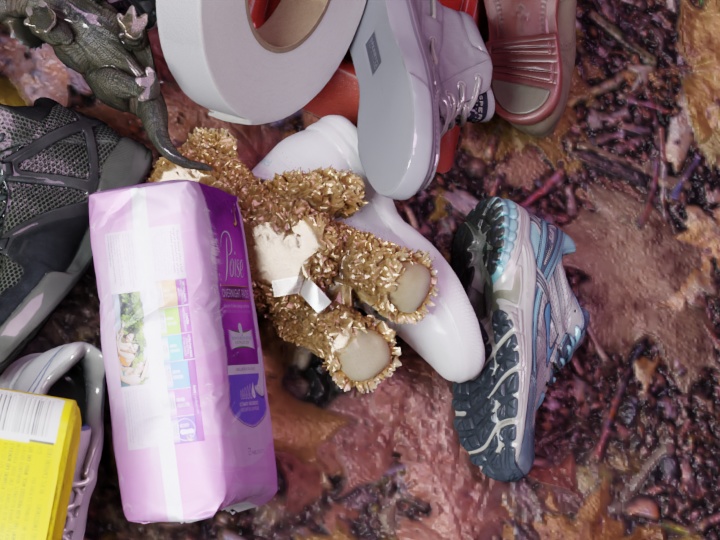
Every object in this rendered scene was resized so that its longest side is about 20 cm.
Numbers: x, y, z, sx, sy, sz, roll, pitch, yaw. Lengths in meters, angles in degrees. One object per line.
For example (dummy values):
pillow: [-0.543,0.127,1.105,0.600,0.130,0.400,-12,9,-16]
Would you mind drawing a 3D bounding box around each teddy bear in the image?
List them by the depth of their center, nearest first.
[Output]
teddy bear: [-0.048,-0.006,1.516,0.199,0.067,0.146,14,91,5]

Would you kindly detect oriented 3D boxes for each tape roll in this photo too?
tape roll: [-0.057,-0.194,1.513,0.037,0.203,0.203,16,49,29]

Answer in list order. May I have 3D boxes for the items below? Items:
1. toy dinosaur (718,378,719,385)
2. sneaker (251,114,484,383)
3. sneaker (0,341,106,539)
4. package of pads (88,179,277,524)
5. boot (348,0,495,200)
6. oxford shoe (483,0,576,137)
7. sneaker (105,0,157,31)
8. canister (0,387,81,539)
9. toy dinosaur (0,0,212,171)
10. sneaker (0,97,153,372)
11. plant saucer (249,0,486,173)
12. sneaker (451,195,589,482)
toy dinosaur: [0.334,0.068,1.666,0.105,0.200,0.181,55,21,22]
sneaker: [0.000,0.000,1.566,0.088,0.075,0.200,-30,78,-22]
sneaker: [-0.188,0.130,1.384,0.074,0.087,0.201,14,63,-24]
package of pads: [-0.104,0.049,1.421,0.075,0.120,0.201,-8,86,11]
boot: [0.050,-0.116,1.570,0.095,0.074,0.201,17,43,-25]
oxford shoe: [0.122,-0.192,1.704,0.070,0.075,0.201,3,76,18]
sneaker: [-0.123,-0.202,1.583,0.200,0.091,0.067,-36,87,-10]
canister: [-0.262,0.124,1.301,0.199,0.087,0.149,10,73,-2]
toy dinosaur: [-0.161,-0.140,1.491,0.200,0.102,0.077,34,82,-7]
sneaker: [-0.214,-0.028,1.451,0.114,0.076,0.200,33,53,-10]
plant saucer: [0.002,-0.193,1.666,0.199,0.037,0.200,24,59,-18]
sneaker: [0.116,0.047,1.594,0.086,0.078,0.201,16,62,-26]
